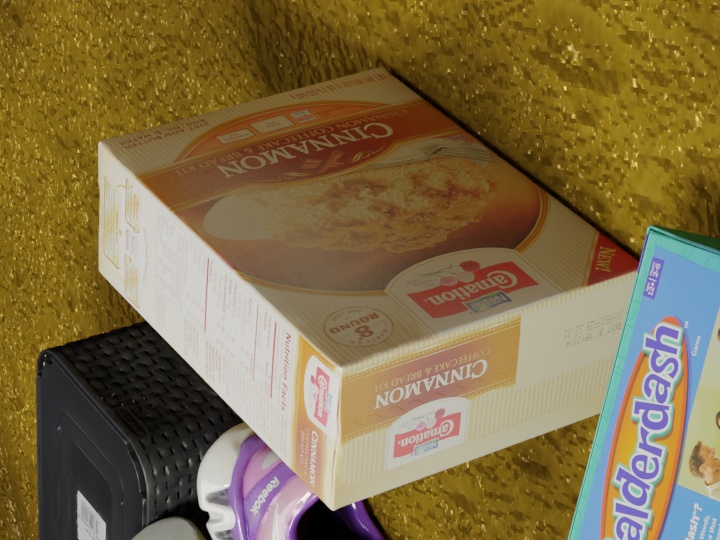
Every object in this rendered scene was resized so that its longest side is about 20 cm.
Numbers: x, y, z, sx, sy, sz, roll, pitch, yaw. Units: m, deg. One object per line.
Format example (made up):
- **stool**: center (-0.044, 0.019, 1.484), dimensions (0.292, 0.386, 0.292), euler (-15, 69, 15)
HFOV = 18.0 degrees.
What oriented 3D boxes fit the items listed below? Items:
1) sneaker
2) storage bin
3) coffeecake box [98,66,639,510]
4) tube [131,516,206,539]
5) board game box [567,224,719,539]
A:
- **sneaker**: center (-0.019, 0.176, 1.188), dimensions (0.088, 0.080, 0.200), euler (-4, 105, 41)
- **storage bin**: center (-0.118, 0.141, 1.316), dimensions (0.135, 0.094, 0.200), euler (42, 139, 44)
- **coffeecake box**: center (0.000, 0.000, 0.977), dimensions (0.200, 0.153, 0.073), euler (41, 138, 43)
- **tube**: center (-0.061, 0.218, 1.247), dimensions (0.200, 0.052, 0.058), euler (55, -156, -33)
- **board game box**: center (0.160, 0.079, 0.800), dimensions (0.200, 0.045, 0.152), euler (24, 102, 54)
